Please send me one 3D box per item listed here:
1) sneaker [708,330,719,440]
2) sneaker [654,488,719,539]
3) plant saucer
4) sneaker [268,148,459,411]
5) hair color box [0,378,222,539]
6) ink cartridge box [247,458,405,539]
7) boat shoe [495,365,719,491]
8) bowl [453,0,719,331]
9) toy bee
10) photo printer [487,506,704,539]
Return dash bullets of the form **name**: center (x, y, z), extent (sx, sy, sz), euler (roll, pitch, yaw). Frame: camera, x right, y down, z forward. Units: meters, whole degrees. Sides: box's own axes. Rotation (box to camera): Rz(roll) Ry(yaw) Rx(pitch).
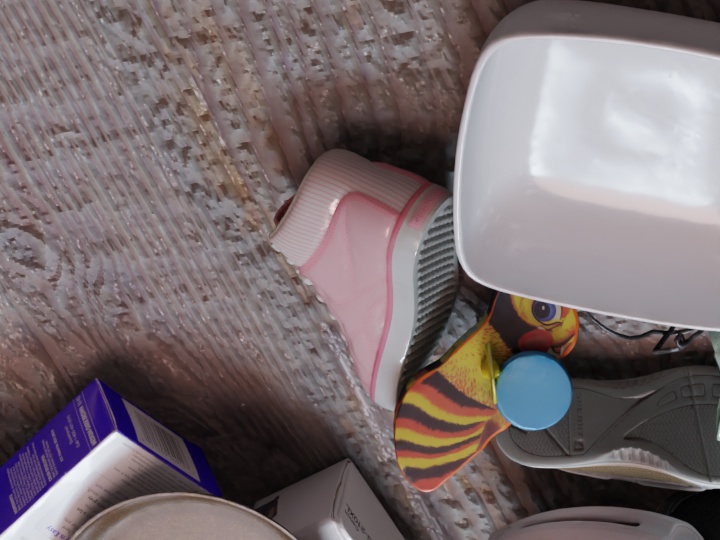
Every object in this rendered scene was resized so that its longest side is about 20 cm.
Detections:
- **sneaker**: center (0.280, 0.100, 1.476), extent (0.118, 0.074, 0.201), euler (-21, 104, 17)
- **sneaker**: center (0.283, 0.161, 1.541), extent (0.200, 0.079, 0.095), euler (3, 160, 2)
- **plant saucer**: center (-0.105, 0.226, 1.608), extent (0.200, 0.032, 0.200), euler (3, 114, 8)
- **sneaker**: center (0.000, 0.000, 1.487), extent (0.105, 0.075, 0.200), euler (25, 147, 16)
- **hair color box**: center (-0.203, 0.176, 1.639), extent (0.200, 0.065, 0.109), euler (-43, 128, 10)
- **ink cartridge box**: center (-0.057, 0.239, 1.670), extent (0.200, 0.084, 0.145), euler (-27, 109, 21)
- **boat shoe**: center (0.187, 0.101, 1.538), extent (0.202, 0.075, 0.065), euler (-2, 169, 12)
- **bowl**: center (0.156, -0.069, 1.376), extent (0.199, 0.075, 0.200), euler (10, 135, 5)
- **toy bee**: center (0.092, 0.041, 1.489), extent (0.109, 0.200, 0.131), euler (59, 161, -3)
- **photo printer**: center (0.166, 0.241, 1.558), extent (0.166, 0.069, 0.200), euler (-9, 111, 42)
